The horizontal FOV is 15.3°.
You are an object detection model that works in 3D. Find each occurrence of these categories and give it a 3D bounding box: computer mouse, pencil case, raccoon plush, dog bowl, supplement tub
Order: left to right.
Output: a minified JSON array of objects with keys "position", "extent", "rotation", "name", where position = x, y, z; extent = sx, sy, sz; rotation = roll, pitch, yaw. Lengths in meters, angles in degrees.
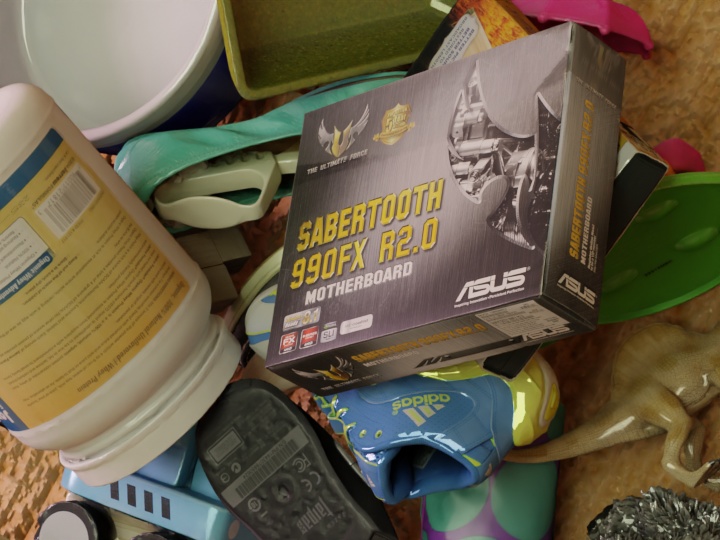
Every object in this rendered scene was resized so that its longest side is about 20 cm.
[{"position":[-0.176,0.010,1.522],"extent":[0.144,0.145,0.200],"rotation":[-35,108,17],"name":"supplement tub"},{"position":[-0.151,-0.172,1.634],"extent":[0.199,0.079,0.201],"rotation":[-3,84,27],"name":"dog bowl"},{"position":[-0.035,0.167,1.525],"extent":[0.200,0.046,0.140],"rotation":[47,109,13],"name":"computer mouse"},{"position":[0.064,0.166,1.540],"extent":[0.092,0.085,0.201],"rotation":[5,83,7],"name":"pencil case"},{"position":[0.178,0.170,1.442],"extent":[0.199,0.134,0.097],"rotation":[-23,95,22],"name":"raccoon plush"}]

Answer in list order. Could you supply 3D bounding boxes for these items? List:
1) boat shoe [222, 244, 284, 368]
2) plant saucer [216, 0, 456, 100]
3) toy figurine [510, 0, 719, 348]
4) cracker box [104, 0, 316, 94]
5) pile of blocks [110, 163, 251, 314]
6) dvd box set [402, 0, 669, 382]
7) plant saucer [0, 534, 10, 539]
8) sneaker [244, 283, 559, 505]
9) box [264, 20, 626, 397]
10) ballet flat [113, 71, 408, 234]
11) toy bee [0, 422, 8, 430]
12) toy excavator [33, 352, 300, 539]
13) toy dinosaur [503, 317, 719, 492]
[{"position":[0.000,0.000,1.602],"extent":[0.200,0.073,0.065],"rotation":[-42,62,15],"name":"boat shoe"},{"position":[-0.021,-0.214,1.569],"extent":[0.048,0.199,0.201],"rotation":[0,103,53],"name":"plant saucer"},{"position":[0.116,-0.073,1.536],"extent":[0.200,0.150,0.185],"rotation":[-30,59,23],"name":"toy figurine"},{"position":[-0.064,-0.225,1.674],"extent":[0.134,0.058,0.201],"rotation":[19,91,27],"name":"cracker box"},{"position":[-0.130,-0.015,1.666],"extent":[0.200,0.062,0.082],"rotation":[33,126,43],"name":"pile of blocks"},{"position":[0.072,-0.053,1.462],"extent":[0.147,0.029,0.200],"rotation":[-55,39,16],"name":"dvd box set"},{"position":[-0.206,0.225,1.630],"extent":[0.200,0.200,0.048],"rotation":[26,57,26],"name":"plant saucer"},{"position":[0.004,0.067,1.474],"extent":[0.199,0.076,0.105],"rotation":[11,46,30],"name":"sneaker"},{"position":[0.043,-0.029,1.408],"extent":[0.200,0.048,0.159],"rotation":[-15,57,42],"name":"box"},{"position":[-0.047,-0.060,1.577],"extent":[0.199,0.067,0.071],"rotation":[-13,53,5],"name":"ballet flat"},{"position":[-0.199,0.009,1.642],"extent":[0.108,0.200,0.131],"rotation":[-1,62,28],"name":"toy bee"},{"position":[-0.082,0.106,1.602],"extent":[0.194,0.100,0.201],"rotation":[16,95,27],"name":"toy excavator"},{"position":[0.174,0.079,1.513],"extent":[0.200,0.058,0.101],"rotation":[-37,65,-6],"name":"toy dinosaur"}]
